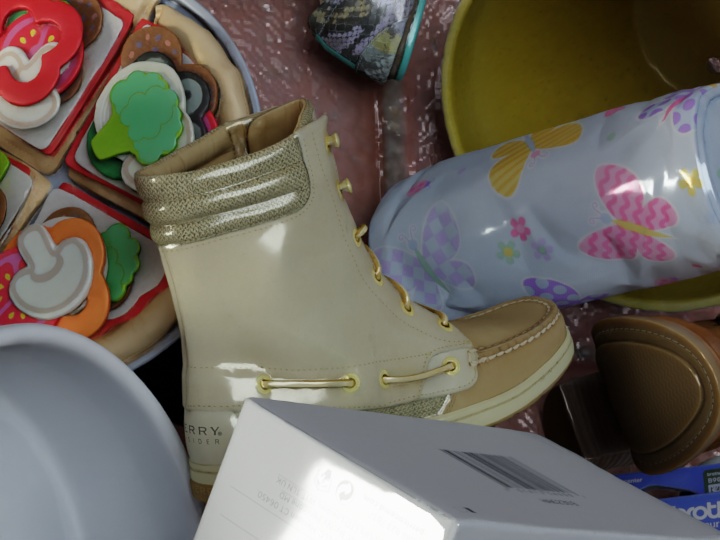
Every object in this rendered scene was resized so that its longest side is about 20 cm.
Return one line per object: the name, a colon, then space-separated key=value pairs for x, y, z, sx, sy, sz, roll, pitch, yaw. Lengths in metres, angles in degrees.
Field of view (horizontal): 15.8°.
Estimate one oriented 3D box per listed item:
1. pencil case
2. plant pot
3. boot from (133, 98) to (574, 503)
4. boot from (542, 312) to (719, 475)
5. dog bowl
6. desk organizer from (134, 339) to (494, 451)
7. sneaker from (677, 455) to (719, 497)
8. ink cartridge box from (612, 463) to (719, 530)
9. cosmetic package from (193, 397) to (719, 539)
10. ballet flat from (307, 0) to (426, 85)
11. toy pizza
pencil case: x=0.100 y=-0.021 z=1.207 sx=0.091 sy=0.199 sz=0.083 roll=58 pitch=38 yaw=-19
plant pot: x=0.159 y=-0.101 z=1.272 sx=0.200 sy=0.200 sz=0.142 roll=48 pitch=39 yaw=-2
boot: x=0.000 y=0.000 z=1.118 sx=0.199 sy=0.073 sz=0.157 roll=-19 pitch=103 yaw=-30
boot: x=0.182 y=0.042 z=1.218 sx=0.154 sy=0.200 sz=0.074 roll=-16 pitch=86 yaw=-15
dog bowl: x=-0.151 y=0.126 z=1.049 sx=0.200 sy=0.078 sz=0.202 roll=18 pitch=68 yaw=-52
desk organizer: x=-0.041 y=0.057 z=1.199 sx=0.199 sy=0.077 sz=0.072 roll=23 pitch=68 yaw=-13
sneaker: x=0.196 y=0.196 z=1.218 sx=0.201 sy=0.080 sz=0.146 roll=61 pitch=30 yaw=-2
ink cartridge box: x=0.137 y=0.172 z=1.189 sx=0.118 sy=0.042 sz=0.201 roll=-8 pitch=53 yaw=13
cosmetic package: x=0.021 y=0.171 z=1.045 sx=0.199 sy=0.123 sz=0.201 roll=11 pitch=102 yaw=-50
ballet flat: x=0.022 y=-0.190 z=1.298 sx=0.072 sy=0.072 sz=0.201 roll=26 pitch=67 yaw=-12
toy pizza: x=-0.138 y=-0.045 z=1.155 sx=0.199 sy=0.032 sz=0.202 roll=-5 pitch=74 yaw=18
